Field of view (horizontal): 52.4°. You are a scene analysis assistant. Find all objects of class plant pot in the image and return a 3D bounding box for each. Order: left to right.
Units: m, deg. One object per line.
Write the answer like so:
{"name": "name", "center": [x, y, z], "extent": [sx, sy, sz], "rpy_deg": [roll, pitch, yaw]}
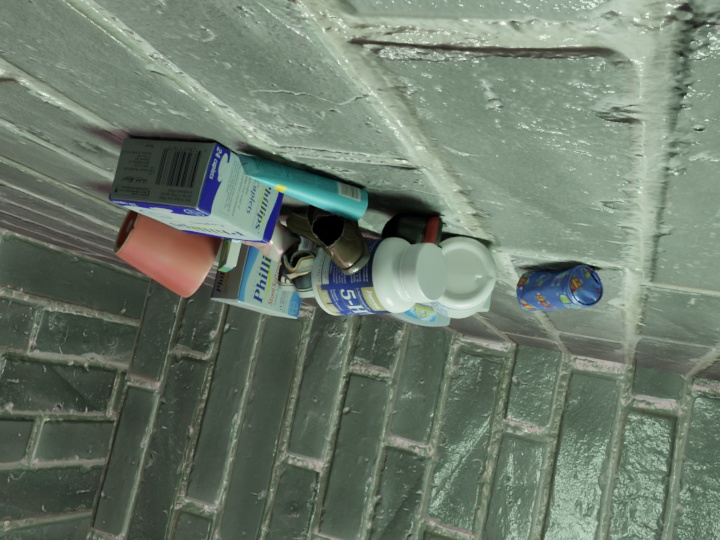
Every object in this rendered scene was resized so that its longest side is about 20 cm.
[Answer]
{"name": "plant pot", "center": [-0.418, -0.064, 1.574], "extent": [0.177, 0.202, 0.200], "rpy_deg": [26, 167, -27]}

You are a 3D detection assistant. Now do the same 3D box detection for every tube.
{"name": "tube", "center": [-0.084, -0.126, 1.081], "extent": [0.199, 0.051, 0.077], "rpy_deg": [18, -162, -27]}

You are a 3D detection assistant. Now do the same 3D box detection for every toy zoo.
{"name": "toy zoo", "center": [-0.246, -0.068, 1.427], "extent": [0.020, 0.132, 0.200], "rpy_deg": [14, 171, -15]}

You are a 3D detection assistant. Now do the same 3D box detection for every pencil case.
{"name": "pencil case", "center": [0.376, 0.034, 1.396], "extent": [0.078, 0.087, 0.200], "rpy_deg": [51, 163, -9]}

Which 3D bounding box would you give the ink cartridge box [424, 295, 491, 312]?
{"name": "ink cartridge box", "center": [0.178, 0.033, 1.657], "extent": [0.199, 0.083, 0.146], "rpy_deg": [15, 169, -27]}

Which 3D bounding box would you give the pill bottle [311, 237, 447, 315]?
{"name": "pill bottle", "center": [0.031, 0.009, 1.170], "extent": [0.199, 0.121, 0.119], "rpy_deg": [-5, 163, 38]}

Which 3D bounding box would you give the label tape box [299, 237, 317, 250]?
{"name": "label tape box", "center": [-0.033, -0.031, 1.611], "extent": [0.142, 0.067, 0.200], "rpy_deg": [8, 169, 26]}

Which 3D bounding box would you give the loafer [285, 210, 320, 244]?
{"name": "loafer", "center": [-0.063, -0.078, 1.341], "extent": [0.076, 0.068, 0.200], "rpy_deg": [25, -179, -44]}

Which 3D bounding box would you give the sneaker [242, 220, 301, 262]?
{"name": "sneaker", "center": [-0.177, -0.060, 1.443], "extent": [0.105, 0.075, 0.200], "rpy_deg": [41, 170, -9]}

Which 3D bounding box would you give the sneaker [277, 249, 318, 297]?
{"name": "sneaker", "center": [-0.113, -0.002, 1.391], "extent": [0.078, 0.080, 0.200], "rpy_deg": [-16, -170, -20]}

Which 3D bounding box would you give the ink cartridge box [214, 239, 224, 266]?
{"name": "ink cartridge box", "center": [-0.290, -0.034, 1.900], "extent": [0.143, 0.084, 0.200], "rpy_deg": [9, 171, 27]}

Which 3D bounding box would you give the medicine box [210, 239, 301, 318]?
{"name": "medicine box", "center": [-0.227, 0.002, 1.704], "extent": [0.102, 0.183, 0.200], "rpy_deg": [5, 170, 39]}

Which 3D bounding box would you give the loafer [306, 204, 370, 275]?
{"name": "loafer", "center": [-0.043, -0.073, 1.155], "extent": [0.071, 0.073, 0.200], "rpy_deg": [46, -176, -36]}

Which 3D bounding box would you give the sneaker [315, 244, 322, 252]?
{"name": "sneaker", "center": [0.001, 0.000, 1.445], "extent": [0.199, 0.115, 0.073], "rpy_deg": [3, -172, -29]}

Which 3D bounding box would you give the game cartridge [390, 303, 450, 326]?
{"name": "game cartridge", "center": [0.142, 0.062, 1.745], "extent": [0.199, 0.134, 0.040], "rpy_deg": [16, 177, -29]}

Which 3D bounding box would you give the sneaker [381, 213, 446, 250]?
{"name": "sneaker", "center": [0.081, -0.054, 1.258], "extent": [0.097, 0.071, 0.200], "rpy_deg": [12, 170, -3]}

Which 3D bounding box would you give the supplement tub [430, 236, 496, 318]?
{"name": "supplement tub", "center": [0.186, 0.018, 1.382], "extent": [0.131, 0.133, 0.200], "rpy_deg": [11, 171, 8]}

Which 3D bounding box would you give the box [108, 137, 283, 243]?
{"name": "box", "center": [-0.252, -0.123, 1.154], "extent": [0.183, 0.106, 0.200], "rpy_deg": [9, 172, 28]}
